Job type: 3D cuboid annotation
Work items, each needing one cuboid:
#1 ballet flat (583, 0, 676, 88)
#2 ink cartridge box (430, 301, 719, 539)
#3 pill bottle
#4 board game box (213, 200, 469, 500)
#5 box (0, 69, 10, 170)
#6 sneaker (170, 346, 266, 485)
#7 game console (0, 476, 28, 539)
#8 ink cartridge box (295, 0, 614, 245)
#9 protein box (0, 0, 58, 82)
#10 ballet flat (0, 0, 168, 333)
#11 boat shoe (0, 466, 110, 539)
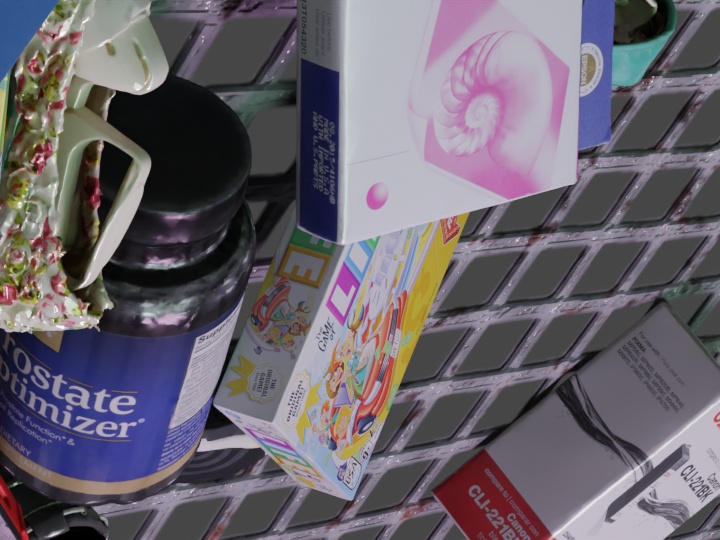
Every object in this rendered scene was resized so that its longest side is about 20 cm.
[{"bbox_3d":[0.096,-0.129,1.324,0.070,0.067,0.200,-52,157,24],"label":"ballet flat"},{"bbox_3d":[0.165,0.131,1.787,0.200,0.084,0.144,-40,152,2],"label":"ink cartridge box"},{"bbox_3d":[-0.110,0.008,1.227,0.112,0.112,0.200,-21,148,-31],"label":"pill bottle"},{"bbox_3d":[0.000,0.000,1.327,0.200,0.034,0.134,-68,157,-13],"label":"board game box"},{"bbox_3d":[-0.197,-0.036,1.030,0.117,0.048,0.200,3,119,-13],"label":"box"},{"bbox_3d":[-0.103,0.087,1.401,0.083,0.072,0.200,-48,152,20],"label":"sneaker"},{"bbox_3d":[-0.258,0.113,1.232,0.177,0.031,0.200,-28,133,-4],"label":"game console"},{"bbox_3d":[0.058,-0.126,1.212,0.200,0.043,0.197,-16,116,-36],"label":"ink cartridge box"},{"bbox_3d":[-0.200,-0.122,0.833,0.200,0.135,0.199,-55,153,-5],"label":"protein box"},{"bbox_3d":[-0.112,-0.065,1.092,0.076,0.064,0.200,-39,143,-66],"label":"ballet flat"},{"bbox_3d":[-0.164,0.157,1.439,0.072,0.068,0.200,-33,154,-14],"label":"boat shoe"}]
